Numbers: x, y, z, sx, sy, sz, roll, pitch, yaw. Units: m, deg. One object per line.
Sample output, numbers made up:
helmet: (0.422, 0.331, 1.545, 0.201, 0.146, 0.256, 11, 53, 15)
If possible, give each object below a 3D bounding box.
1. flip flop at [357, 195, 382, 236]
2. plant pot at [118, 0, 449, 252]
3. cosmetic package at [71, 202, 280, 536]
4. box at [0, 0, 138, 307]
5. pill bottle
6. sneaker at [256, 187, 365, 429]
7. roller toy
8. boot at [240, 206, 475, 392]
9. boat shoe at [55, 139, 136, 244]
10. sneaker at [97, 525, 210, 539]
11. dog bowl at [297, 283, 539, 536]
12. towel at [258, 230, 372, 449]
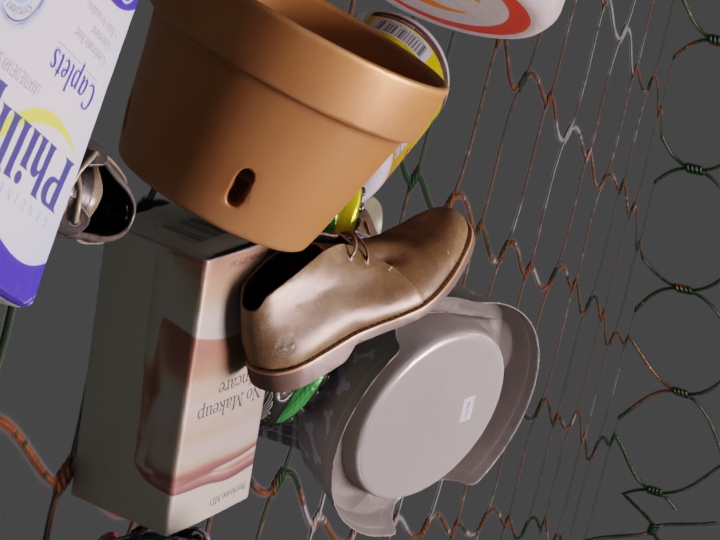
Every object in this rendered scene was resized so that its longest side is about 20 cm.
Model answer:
flip flop: (-0.008, -0.018, 1.923, 0.200, 0.058, 0.081, -35, 138, -67)
plant pot: (-0.063, -0.105, 1.423, 0.140, 0.200, 0.200, -60, 168, 12)
cosmetic package: (-0.121, 0.063, 1.504, 0.103, 0.087, 0.200, -23, 128, -55)
box: (-0.198, -0.103, 1.058, 0.184, 0.105, 0.200, 47, 60, -72)
pill bottle: (-0.010, -0.118, 1.716, 0.200, 0.109, 0.109, -52, 153, -55)
sneaker: (-0.061, 0.012, 1.559, 0.085, 0.078, 0.200, 9, 89, -30)
roller toy: (0.086, -0.281, 1.770, 0.182, 0.200, 0.140, 161, -51, -72)
boot: (0.000, 0.000, 1.497, 0.200, 0.074, 0.076, -35, 126, -31)
boat shoe: (-0.175, -0.059, 1.244, 0.200, 0.073, 0.075, 27, 79, -75)
sneaker: (-0.123, 0.201, 1.513, 0.081, 0.200, 0.075, 52, 45, -33)
dog bowl: (0.039, 0.095, 1.623, 0.200, 0.059, 0.200, -29, 139, -29)
towel: (-0.034, 0.060, 1.705, 0.086, 0.165, 0.200, -51, 152, -49)
